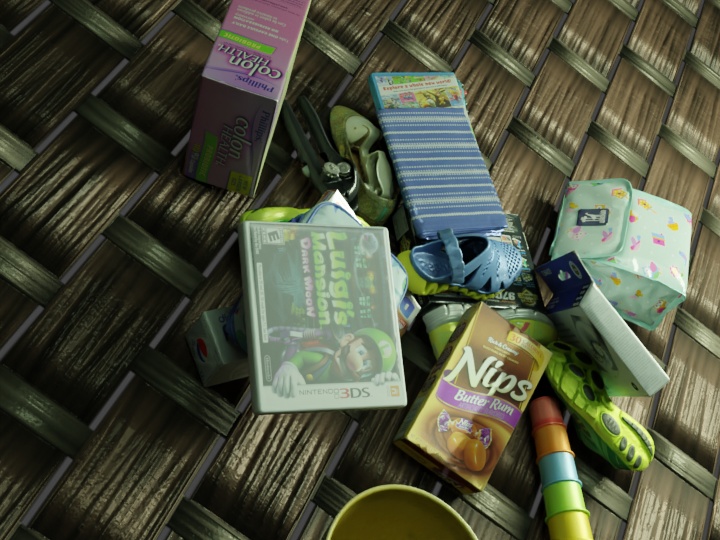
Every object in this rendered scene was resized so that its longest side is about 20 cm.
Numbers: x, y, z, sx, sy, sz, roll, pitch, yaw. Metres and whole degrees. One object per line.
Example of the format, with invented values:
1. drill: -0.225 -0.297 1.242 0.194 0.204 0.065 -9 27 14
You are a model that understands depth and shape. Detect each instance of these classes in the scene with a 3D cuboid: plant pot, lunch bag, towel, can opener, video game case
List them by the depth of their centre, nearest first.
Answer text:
1. plant pot: 0.021 0.343 1.153 0.197 0.142 0.203 16 52 -22
2. video game case: -0.039 0.049 1.203 0.179 0.023 0.204 2 75 -31
3. lunch bag: -0.047 0.034 1.263 0.160 0.082 0.201 41 58 -18
4. can opener: -0.060 -0.157 1.499 0.063 0.079 0.201 -17 61 -26
5. towel: 0.108 -0.132 1.513 0.143 0.024 0.203 -4 63 -27
6. video game case: 0.098 -0.183 1.560 0.141 0.018 0.203 -6 70 -29
7. lunch bag: 0.377 -0.037 1.654 0.197 0.122 0.172 24 52 -6

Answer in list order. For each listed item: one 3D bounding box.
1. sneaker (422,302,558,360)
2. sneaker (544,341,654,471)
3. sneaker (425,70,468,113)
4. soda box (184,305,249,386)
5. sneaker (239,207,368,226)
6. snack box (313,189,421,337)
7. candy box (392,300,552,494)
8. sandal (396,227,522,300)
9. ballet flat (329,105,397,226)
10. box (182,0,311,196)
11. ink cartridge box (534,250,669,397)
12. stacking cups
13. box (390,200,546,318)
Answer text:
1. sneaker: 0.172 0.099 1.469 0.197 0.078 0.092 3 65 -23
2. sneaker: 0.297 0.186 1.473 0.074 0.084 0.201 -35 87 -31
3. sneaker: 0.105 -0.214 1.629 0.094 0.079 0.203 7 56 -25
4. soda box: -0.099 0.074 1.313 0.198 0.063 0.069 -10 67 -37
5. sneaker: -0.068 -0.034 1.405 0.198 0.074 0.085 1 90 -39
6. snack box: 0.000 0.000 1.388 0.201 0.024 0.072 54 56 -26
7. candy box: 0.138 0.154 1.370 0.116 0.056 0.202 34 67 -7
8. sandal: 0.142 -0.013 1.444 0.198 0.087 0.080 -4 60 -41
9. ballet flat: 0.009 -0.156 1.537 0.070 0.071 0.203 3 58 -30
10. box: -0.142 -0.232 1.408 0.095 0.177 0.202 16 52 -6
11. ink cartridge box: 0.299 0.077 1.473 0.040 0.200 0.201 -36 87 -8
12. stacking cups: 0.247 0.259 1.420 0.060 0.061 0.202 12 49 -25
13. box: 0.148 -0.009 1.537 0.197 0.046 0.161 5 58 -30
